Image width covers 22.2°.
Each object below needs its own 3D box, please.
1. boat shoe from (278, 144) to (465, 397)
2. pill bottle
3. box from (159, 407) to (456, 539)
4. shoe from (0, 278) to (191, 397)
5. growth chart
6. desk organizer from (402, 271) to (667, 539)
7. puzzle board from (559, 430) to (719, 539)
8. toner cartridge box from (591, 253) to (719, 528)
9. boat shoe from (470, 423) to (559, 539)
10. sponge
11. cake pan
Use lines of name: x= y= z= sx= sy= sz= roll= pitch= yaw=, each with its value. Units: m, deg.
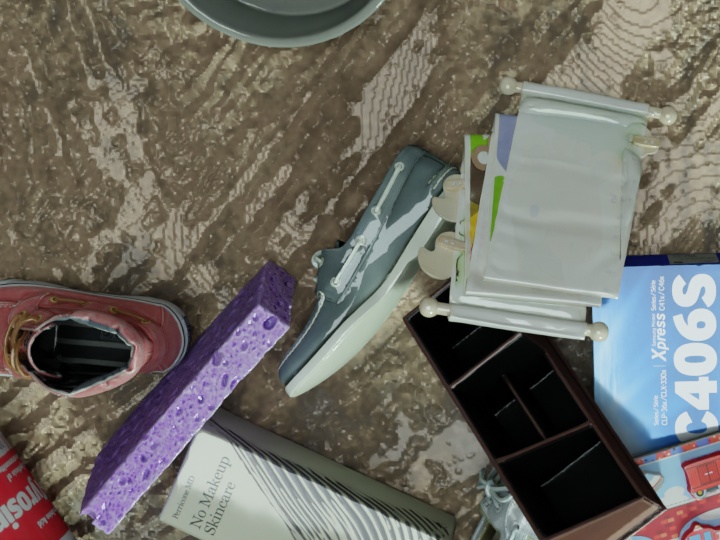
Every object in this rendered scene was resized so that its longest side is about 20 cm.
boat shoe: x=0.000 y=0.000 z=1.293 sx=0.062 sy=0.073 sz=0.200 roll=41 pitch=99 yaw=13
pill bottle: x=-0.265 y=0.211 z=1.335 sx=0.112 sy=0.112 sz=0.200 roll=-34 pitch=94 yaw=11
box: x=-0.036 y=0.179 z=1.322 sx=0.199 sy=0.068 sz=0.082 roll=23 pitch=101 yaw=3
shoe: x=-0.227 y=0.047 z=1.299 sx=0.199 sy=0.091 sz=0.072 roll=2 pitch=96 yaw=19
growth chart: x=0.123 y=-0.044 z=1.240 sx=0.144 sy=0.018 sz=0.201 roll=16 pitch=68 yaw=7
desk organizer: x=0.113 y=0.095 z=1.233 sx=0.072 sy=0.077 sz=0.200 roll=-39 pitch=58 yaw=11
puzzle board: x=0.250 y=0.187 z=1.269 sx=0.199 sy=0.017 sz=0.151 roll=-16 pitch=100 yaw=-3
toner cartridge box: x=0.211 y=0.091 z=1.289 sx=0.095 sy=0.043 sz=0.201 roll=-2 pitch=99 yaw=9
boat shoe: x=0.096 y=0.196 z=1.304 sx=0.065 sy=0.074 sz=0.203 roll=15 pitch=108 yaw=-9
sponge: x=-0.121 y=0.087 z=1.295 sx=0.030 sy=0.112 sz=0.200 roll=39 pitch=102 yaw=-11
cake pan: x=-0.056 y=-0.252 z=1.244 sx=0.199 sy=0.037 sz=0.201 roll=6 pitch=116 yaw=13
